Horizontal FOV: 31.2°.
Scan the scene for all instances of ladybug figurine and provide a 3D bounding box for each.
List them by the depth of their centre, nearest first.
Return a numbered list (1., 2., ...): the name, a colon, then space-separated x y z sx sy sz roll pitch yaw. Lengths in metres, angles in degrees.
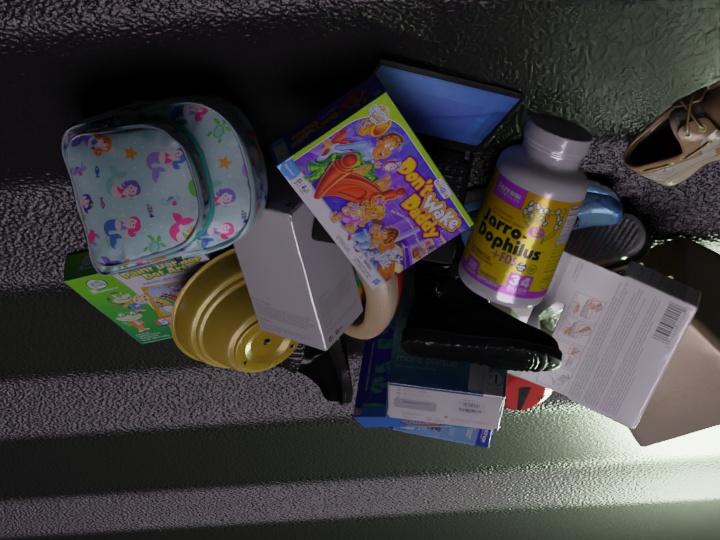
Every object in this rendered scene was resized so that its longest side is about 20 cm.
1. ladybug figurine: 0.000 0.000 1.577 0.072 0.136 0.200 -38 157 -29
2. ladybug figurine: 0.237 0.149 1.893 0.135 0.072 0.200 -3 150 3

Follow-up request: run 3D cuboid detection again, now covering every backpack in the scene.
1. backpack: -0.202 -0.093 1.349 0.199 0.178 0.151 -11 -170 5

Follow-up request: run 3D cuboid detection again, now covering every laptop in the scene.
1. laptop: 0.061 -0.111 1.392 0.176 0.201 0.103 10 -176 -23

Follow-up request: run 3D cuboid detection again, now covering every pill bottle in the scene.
1. pill bottle: 0.185 -0.067 1.418 0.104 0.104 0.201 10 115 -18

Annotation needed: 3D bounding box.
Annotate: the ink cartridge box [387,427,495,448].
1. ink cartridge box: 0.112 0.209 1.935 0.199 0.077 0.136 13 180 -25

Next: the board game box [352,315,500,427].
1. board game box: 0.097 0.135 1.750 0.199 0.153 0.045 -3 153 24

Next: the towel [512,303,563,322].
1. towel: 0.212 0.036 1.745 0.199 0.023 0.152 -20 144 30

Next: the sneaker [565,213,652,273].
1. sneaker: 0.263 -0.018 1.597 0.199 0.079 0.079 -8 163 27

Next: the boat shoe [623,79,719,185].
1. boat shoe: 0.357 -0.151 1.373 0.066 0.074 0.200 7 149 -25

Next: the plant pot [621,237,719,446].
1. plant pot: 0.402 0.078 1.667 0.199 0.201 0.177 -24 129 33

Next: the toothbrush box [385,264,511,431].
1. toothbrush box: 0.115 0.089 1.633 0.146 0.201 0.085 8 142 4

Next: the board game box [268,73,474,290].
1. board game box: 0.014 -0.089 1.358 0.134 0.045 0.200 -34 127 7

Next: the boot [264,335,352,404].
1. boot: -0.097 0.125 1.828 0.157 0.080 0.212 -10 139 1

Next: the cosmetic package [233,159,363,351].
1. cosmetic package: -0.077 -0.017 1.480 0.107 0.085 0.201 17 136 32

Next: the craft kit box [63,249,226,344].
1. craft kit box: -0.249 0.021 1.685 0.199 0.049 0.198 -13 145 19

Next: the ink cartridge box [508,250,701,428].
1. ink cartridge box: 0.293 0.076 1.572 0.176 0.045 0.201 24 125 8

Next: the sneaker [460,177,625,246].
1. sneaker: 0.213 -0.050 1.527 0.199 0.090 0.078 -8 150 10

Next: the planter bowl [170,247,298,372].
1. planter bowl: -0.133 0.067 1.637 0.200 0.084 0.201 -19 136 -19

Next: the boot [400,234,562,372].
1. boot: 0.153 0.027 1.558 0.199 0.169 0.076 7 158 13
